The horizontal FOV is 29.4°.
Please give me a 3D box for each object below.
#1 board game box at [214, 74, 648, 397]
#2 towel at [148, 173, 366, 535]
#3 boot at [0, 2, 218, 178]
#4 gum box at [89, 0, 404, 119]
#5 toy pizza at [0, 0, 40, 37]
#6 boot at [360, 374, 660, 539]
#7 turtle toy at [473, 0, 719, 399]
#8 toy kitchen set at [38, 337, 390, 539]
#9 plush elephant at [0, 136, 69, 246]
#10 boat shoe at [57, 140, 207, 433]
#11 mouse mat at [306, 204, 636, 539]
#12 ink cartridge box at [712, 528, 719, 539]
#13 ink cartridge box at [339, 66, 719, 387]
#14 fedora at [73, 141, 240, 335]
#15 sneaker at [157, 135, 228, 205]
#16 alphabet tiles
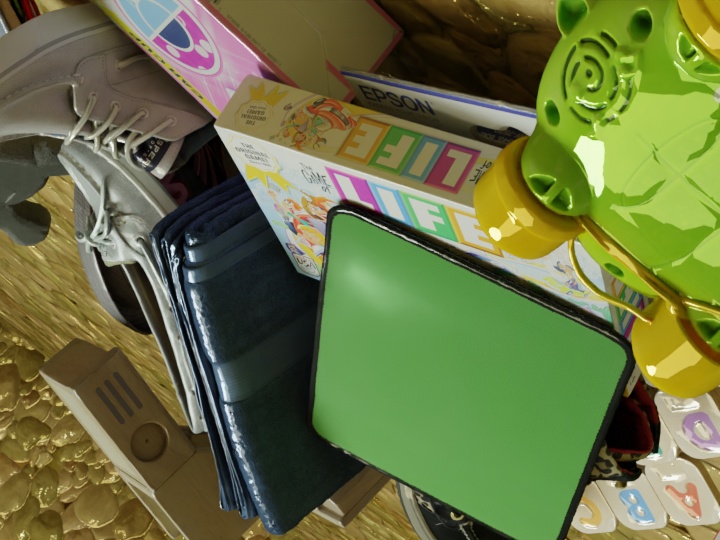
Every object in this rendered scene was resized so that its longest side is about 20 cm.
[{"bbox_3d":[0.038,-0.017,0.657,0.199,0.034,0.135,20,156,28],"label":"board game box"},{"bbox_3d":[-0.050,0.042,0.786,0.048,0.111,0.201,16,128,45],"label":"towel"},{"bbox_3d":[-0.137,-0.091,0.753,0.096,0.200,0.074,52,136,3],"label":"boot"},{"bbox_3d":[-0.087,-0.154,0.697,0.200,0.066,0.113,42,162,-14],"label":"gum box"},{"bbox_3d":[-0.239,-0.193,0.897,0.201,0.032,0.200,62,172,16],"label":"toy pizza"},{"bbox_3d":[0.095,0.110,0.771,0.153,0.074,0.204,2,136,36],"label":"boot"},{"bbox_3d":[0.144,-0.031,0.463,0.200,0.101,0.146,40,135,-6],"label":"turtle toy"},{"bbox_3d":[-0.080,0.087,0.990,0.163,0.200,0.181,12,140,58],"label":"toy kitchen set"},{"bbox_3d":[-0.310,-0.130,1.131,0.199,0.156,0.164,9,144,-45],"label":"plush elephant"},{"bbox_3d":[-0.125,0.005,0.831,0.203,0.065,0.074,60,163,-21],"label":"boat shoe"},{"bbox_3d":[0.046,0.062,0.694,0.160,0.008,0.201,26,143,15],"label":"mouse mat"},{"bbox_3d":[0.296,0.259,0.862,0.200,0.145,0.084,39,164,-3],"label":"ink cartridge box"},{"bbox_3d":[0.110,-0.026,0.652,0.197,0.047,0.200,19,153,40],"label":"ink cartridge box"},{"bbox_3d":[-0.132,-0.043,1.009,0.090,0.178,0.200,-3,176,14],"label":"fedora"},{"bbox_3d":[-0.113,-0.083,0.888,0.079,0.095,0.201,8,133,52],"label":"sneaker"},{"bbox_3d":[0.126,0.078,0.820,0.199,0.015,0.196,-18,109,48],"label":"alphabet tiles"}]
